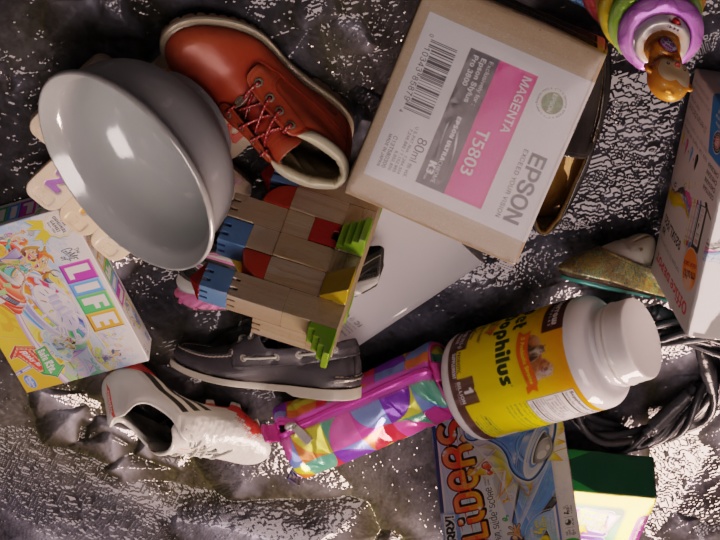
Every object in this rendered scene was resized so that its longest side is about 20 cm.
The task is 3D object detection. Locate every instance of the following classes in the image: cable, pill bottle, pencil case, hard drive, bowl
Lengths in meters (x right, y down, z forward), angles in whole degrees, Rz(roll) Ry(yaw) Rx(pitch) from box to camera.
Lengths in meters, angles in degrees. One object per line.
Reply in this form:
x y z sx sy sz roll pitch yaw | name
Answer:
0.295 0.114 1.796 0.162 0.051 0.201 10 133 -19 | cable
0.183 0.089 1.700 0.199 0.110 0.109 -19 129 33 | pill bottle
0.006 0.141 1.782 0.199 0.089 0.089 -24 126 14 | pencil case
0.000 0.000 1.706 0.199 0.025 0.132 -34 122 24 | hard drive
-0.174 -0.107 1.522 0.200 0.090 0.202 30 145 24 | bowl

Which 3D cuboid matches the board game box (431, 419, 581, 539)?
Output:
0.143 0.209 1.766 0.134 0.202 0.035 -10 148 7 | board game box

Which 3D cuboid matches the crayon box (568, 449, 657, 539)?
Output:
0.204 0.266 1.886 0.171 0.059 0.201 7 139 -5 | crayon box

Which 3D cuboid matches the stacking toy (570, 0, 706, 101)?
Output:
0.236 -0.201 1.434 0.115 0.201 0.110 23 126 -18 | stacking toy

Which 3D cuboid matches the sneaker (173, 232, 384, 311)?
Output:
-0.075 -0.015 1.633 0.198 0.080 0.087 -5 103 -7 | sneaker

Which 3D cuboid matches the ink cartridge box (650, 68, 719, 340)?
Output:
0.355 -0.053 1.564 0.143 0.148 0.202 5 115 -7 | ink cartridge box

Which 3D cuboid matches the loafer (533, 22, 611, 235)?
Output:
0.184 -0.122 1.579 0.072 0.073 0.201 4 128 -3 | loafer

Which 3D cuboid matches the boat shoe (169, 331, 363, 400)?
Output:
-0.091 0.082 1.740 0.198 0.073 0.063 8 99 18 | boat shoe

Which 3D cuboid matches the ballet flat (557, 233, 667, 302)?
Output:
0.283 0.000 1.691 0.198 0.071 0.071 15 128 -14 | ballet flat

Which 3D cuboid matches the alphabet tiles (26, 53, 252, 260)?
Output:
-0.197 -0.103 1.610 0.195 0.015 0.200 -41 120 15 | alphabet tiles

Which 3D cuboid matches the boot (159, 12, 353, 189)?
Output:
-0.086 -0.144 1.534 0.199 0.108 0.075 30 119 -22 | boot

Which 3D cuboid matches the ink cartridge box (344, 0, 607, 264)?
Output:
0.098 -0.131 1.512 0.163 0.075 0.202 22 107 1 | ink cartridge box

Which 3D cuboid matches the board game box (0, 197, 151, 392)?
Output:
-0.300 0.021 1.712 0.133 0.034 0.201 -15 128 11 | board game box

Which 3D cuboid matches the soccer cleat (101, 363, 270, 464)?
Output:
-0.175 0.161 1.792 0.199 0.086 0.069 32 122 -28 | soccer cleat

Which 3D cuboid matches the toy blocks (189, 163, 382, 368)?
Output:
-0.065 -0.018 1.564 0.135 0.201 0.100 17 148 3 | toy blocks
